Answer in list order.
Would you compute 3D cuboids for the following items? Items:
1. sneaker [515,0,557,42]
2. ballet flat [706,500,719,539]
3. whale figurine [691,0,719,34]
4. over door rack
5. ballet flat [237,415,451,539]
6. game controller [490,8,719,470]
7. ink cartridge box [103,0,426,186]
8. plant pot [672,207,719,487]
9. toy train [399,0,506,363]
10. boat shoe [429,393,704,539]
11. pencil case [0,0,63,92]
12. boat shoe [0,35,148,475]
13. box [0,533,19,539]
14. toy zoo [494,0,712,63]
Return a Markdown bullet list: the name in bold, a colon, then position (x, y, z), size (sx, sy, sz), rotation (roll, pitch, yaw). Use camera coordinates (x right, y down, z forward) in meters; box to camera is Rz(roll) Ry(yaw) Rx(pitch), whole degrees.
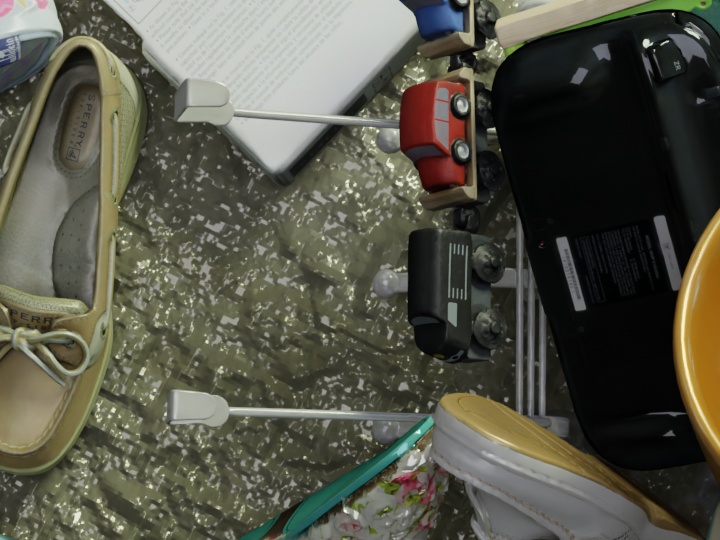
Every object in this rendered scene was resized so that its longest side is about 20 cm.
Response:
- **sneaker**: position (0.139, -0.044, 1.007), size (0.200, 0.075, 0.100), rotation (40, 94, -1)
- **ballet flat**: position (0.187, 0.192, 0.986), size (0.069, 0.069, 0.201), rotation (2, 87, 4)
- **whale figurine**: position (0.210, -0.181, 1.012), size (0.159, 0.104, 0.200), rotation (41, 86, 8)
- **over door rack**: position (0.000, 0.000, 0.998), size (0.199, 0.067, 0.149), rotation (5, 80, -27)
- **ballet flat**: position (-0.018, 0.132, 0.983), size (0.200, 0.076, 0.064), rotation (-35, 93, 33)
- **game controller**: position (0.124, -0.009, 0.956), size (0.104, 0.042, 0.201), rotation (-9, 107, 25)
- **ink cartridge box**: position (-0.031, -0.170, 1.057), size (0.174, 0.044, 0.200), rotation (44, 88, 8)
- **plant pot**: position (0.238, 0.064, 0.880), size (0.199, 0.183, 0.201), rotation (-11, 53, 14)
- **toy train**: position (0.037, -0.060, 0.965), size (0.046, 0.034, 0.201), rotation (7, 78, -37)
- **boat shoe**: position (0.081, 0.110, 0.947), size (0.071, 0.200, 0.069), rotation (38, 93, 38)
- **pencil case**: position (-0.214, -0.171, 1.049), size (0.090, 0.083, 0.201), rotation (-21, 81, -19)
- **boat shoe**: position (-0.145, -0.007, 1.035), size (0.073, 0.063, 0.202), rotation (15, 84, 6)
- **box**: position (-0.223, 0.165, 0.995), size (0.199, 0.040, 0.137), rotation (17, 47, 5)
- **toy zoo**: position (0.150, -0.032, 0.970), size (0.131, 0.020, 0.201), rotation (-16, 105, 12)
